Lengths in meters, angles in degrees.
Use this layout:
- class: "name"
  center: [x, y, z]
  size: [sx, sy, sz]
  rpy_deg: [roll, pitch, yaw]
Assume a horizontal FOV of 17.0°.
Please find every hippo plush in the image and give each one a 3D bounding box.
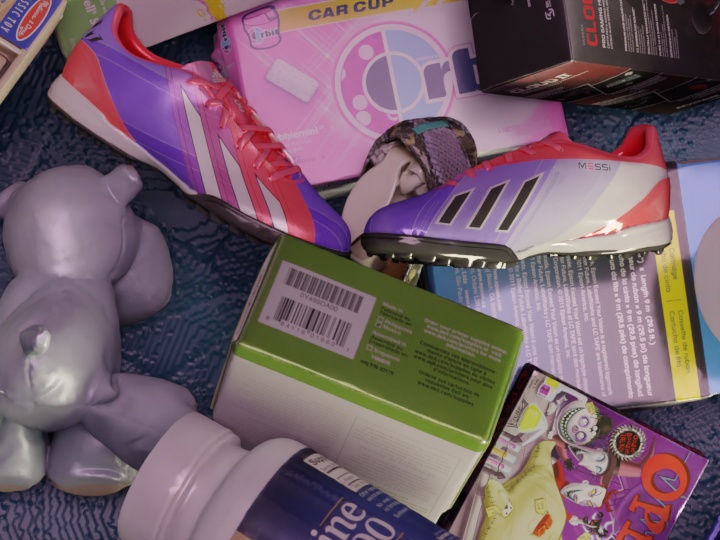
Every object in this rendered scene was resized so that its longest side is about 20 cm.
- class: "hippo plush"
  center: [-0.185, 0.025, 1.376]
  size: [0.159, 0.200, 0.162]
  rpy_deg: [-14, 59, 24]

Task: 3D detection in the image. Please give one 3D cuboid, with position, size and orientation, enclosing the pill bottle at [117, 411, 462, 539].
- class: "pill bottle"
  center: [-0.028, 0.160, 1.300]
  size: [0.199, 0.111, 0.111]
  rpy_deg: [30, 79, 14]

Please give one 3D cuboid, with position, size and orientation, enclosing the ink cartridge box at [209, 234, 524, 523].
- class: "ink cartridge box"
  center: [-0.008, 0.081, 1.363]
  size: [0.147, 0.200, 0.076]
  rpy_deg: [22, 61, 0]

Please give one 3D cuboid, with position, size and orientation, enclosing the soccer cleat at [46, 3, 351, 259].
- class: "soccer cleat"
  center: [-0.082, -0.074, 1.349]
  size: [0.200, 0.068, 0.073]
  rpy_deg: [33, 98, 13]

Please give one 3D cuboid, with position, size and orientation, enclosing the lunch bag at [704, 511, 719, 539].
- class: "lunch bag"
  center: [0.292, 0.156, 1.421]
  size: [0.150, 0.094, 0.200]
  rpy_deg: [30, 70, 4]

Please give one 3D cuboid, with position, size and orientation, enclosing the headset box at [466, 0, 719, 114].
- class: "headset box"
  center: [0.138, -0.177, 1.411]
  size: [0.199, 0.075, 0.149]
  rpy_deg: [3, 76, -45]

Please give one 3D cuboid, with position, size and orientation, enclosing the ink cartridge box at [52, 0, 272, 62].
- class: "ink cartridge box"
  center: [-0.100, -0.202, 1.429]
  size: [0.199, 0.068, 0.117]
  rpy_deg: [-21, 40, -7]

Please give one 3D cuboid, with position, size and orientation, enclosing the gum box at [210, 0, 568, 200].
- class: "gum box"
  center: [0.014, -0.110, 1.449]
  size: [0.199, 0.066, 0.114]
  rpy_deg: [-11, 82, -6]

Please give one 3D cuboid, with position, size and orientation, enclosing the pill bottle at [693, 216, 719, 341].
- class: "pill bottle"
  center: [0.290, -0.004, 1.387]
  size: [0.199, 0.112, 0.113]
  rpy_deg: [-8, 79, -39]

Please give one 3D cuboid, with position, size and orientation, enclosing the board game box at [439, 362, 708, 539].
- class: "board game box"
  center: [0.103, 0.169, 1.394]
  size: [0.120, 0.032, 0.201]
  rpy_deg: [26, 95, -13]

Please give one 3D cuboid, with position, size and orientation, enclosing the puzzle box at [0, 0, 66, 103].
- class: "puzzle box"
  center: [-0.265, -0.107, 1.303]
  size: [0.133, 0.025, 0.200]
  rpy_deg: [32, 60, -2]

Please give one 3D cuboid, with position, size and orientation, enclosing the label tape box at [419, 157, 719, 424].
- class: "label tape box"
  center: [0.137, 0.015, 1.438]
  size: [0.199, 0.063, 0.145]
  rpy_deg: [-6, 82, -5]

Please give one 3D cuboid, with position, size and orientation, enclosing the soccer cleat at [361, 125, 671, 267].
- class: "soccer cleat"
  center: [0.087, -0.041, 1.341]
  size: [0.199, 0.068, 0.074]
  rpy_deg: [-5, 96, -29]

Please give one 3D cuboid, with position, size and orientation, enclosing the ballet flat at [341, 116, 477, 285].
- class: "ballet flat"
  center: [0.000, 0.000, 1.392]
  size: [0.072, 0.072, 0.201]
  rpy_deg: [24, 107, 0]
